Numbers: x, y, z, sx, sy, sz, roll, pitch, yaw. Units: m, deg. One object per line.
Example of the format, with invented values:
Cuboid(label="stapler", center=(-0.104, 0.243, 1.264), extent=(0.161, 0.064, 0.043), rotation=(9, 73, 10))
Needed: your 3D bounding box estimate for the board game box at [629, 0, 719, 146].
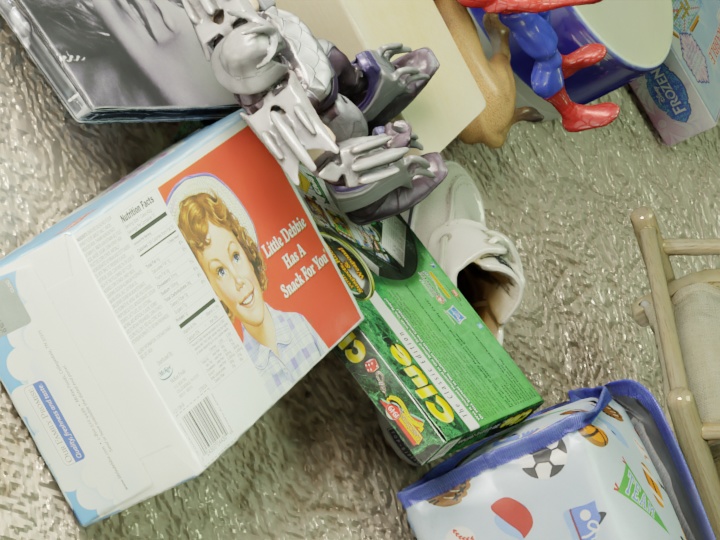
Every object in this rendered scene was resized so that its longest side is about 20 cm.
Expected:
Cuboid(label="board game box", center=(0.190, -0.212, 2.000), extent=(0.200, 0.041, 0.200), rotation=(57, 28, -16))

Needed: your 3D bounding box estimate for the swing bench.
Cuboid(label="swing bench", center=(0.218, 0.097, 1.655), extent=(0.199, 0.130, 0.200), rotation=(-91, -179, -58))

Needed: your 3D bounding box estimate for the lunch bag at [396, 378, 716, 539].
Cuboid(label="lunch bag", center=(0.117, 0.150, 1.498), extent=(0.170, 0.124, 0.200), rotation=(67, 11, 2))

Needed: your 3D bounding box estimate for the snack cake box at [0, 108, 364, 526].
Cuboid(label="snack cake box", center=(-0.082, 0.015, 1.293), extent=(0.115, 0.067, 0.200), rotation=(61, 27, -6))

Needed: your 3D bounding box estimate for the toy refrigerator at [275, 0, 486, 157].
Cuboid(label="toy refrigerator", center=(-0.021, -0.147, 1.497), extent=(0.070, 0.076, 0.200), rotation=(-44, 112, -44))

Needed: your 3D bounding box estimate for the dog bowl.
Cuboid(label="dog bowl", center=(0.106, -0.196, 1.794), extent=(0.200, 0.079, 0.200), rotation=(42, 35, -39))

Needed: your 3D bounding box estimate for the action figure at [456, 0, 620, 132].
Cuboid(label="action figure", center=(0.110, -0.154, 1.615), extent=(0.200, 0.099, 0.065), rotation=(39, 33, -53))

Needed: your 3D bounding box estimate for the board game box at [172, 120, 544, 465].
Cuboid(label="board game box", center=(0.000, 0.000, 1.433), extent=(0.200, 0.023, 0.105), rotation=(53, 27, 13))

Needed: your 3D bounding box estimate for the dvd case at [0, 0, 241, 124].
Cuboid(label="dvd case", center=(-0.112, -0.130, 1.368), extent=(0.149, 0.016, 0.200), rotation=(54, 24, 14))

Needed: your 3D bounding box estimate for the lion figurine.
Cuboid(label="lion figurine", center=(0.042, -0.126, 1.620), extent=(0.200, 0.072, 0.123), rotation=(44, 19, -23))

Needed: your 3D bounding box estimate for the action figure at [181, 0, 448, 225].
Cuboid(label="action figure", center=(-0.018, -0.085, 1.350), extent=(0.200, 0.069, 0.130), rotation=(29, 39, -68))

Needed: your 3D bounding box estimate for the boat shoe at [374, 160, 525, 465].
Cuboid(label="boat shoe", center=(0.054, 0.012, 1.541), extent=(0.071, 0.070, 0.200), rotation=(49, 32, -30))
